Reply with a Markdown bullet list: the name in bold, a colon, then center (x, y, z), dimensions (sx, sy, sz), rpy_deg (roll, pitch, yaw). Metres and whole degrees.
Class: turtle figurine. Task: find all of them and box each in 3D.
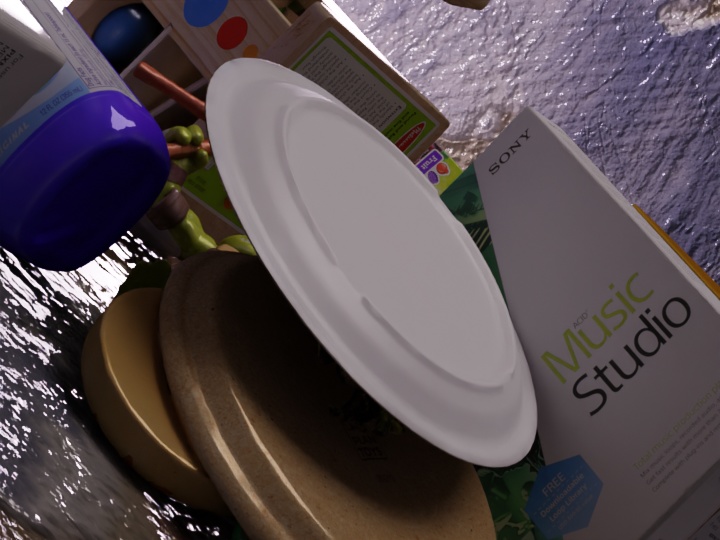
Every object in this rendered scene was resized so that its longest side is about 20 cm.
- **turtle figurine**: center (-0.071, 0.006, 1.138), dimensions (0.200, 0.064, 0.161), rpy_deg (61, 14, -9)

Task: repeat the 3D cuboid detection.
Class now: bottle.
- **bottle**: center (-0.159, -0.089, 1.074), dimensions (0.200, 0.084, 0.065), rpy_deg (52, 9, 35)

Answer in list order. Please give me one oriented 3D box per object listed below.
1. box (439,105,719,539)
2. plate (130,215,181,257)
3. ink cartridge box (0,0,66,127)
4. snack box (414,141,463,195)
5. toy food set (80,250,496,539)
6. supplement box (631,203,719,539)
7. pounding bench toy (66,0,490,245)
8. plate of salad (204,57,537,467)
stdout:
- **box**: center (0.084, 0.041, 1.087), dimensions (0.036, 0.144, 0.200), rpy_deg (32, 15, -51)
- **plate**: center (-0.153, -0.085, 1.332), dimensions (0.200, 0.032, 0.200), rpy_deg (44, 6, -20)
- **ink cartridge box**: center (-0.219, -0.125, 0.905), dimensions (0.145, 0.084, 0.200), rpy_deg (49, 8, 28)
- **snack box**: center (0.040, 0.014, 1.484), dimensions (0.142, 0.053, 0.200), rpy_deg (46, -24, 6)
- **toy food set**: center (-0.016, 0.079, 0.993), dimensions (0.198, 0.049, 0.200), rpy_deg (54, 22, 3)
- **supplement box**: center (0.131, 0.114, 1.175), dimensions (0.133, 0.200, 0.197), rpy_deg (51, 8, 36)
- **pounding bench toy**: center (-0.039, -0.128, 1.284), dimensions (0.124, 0.200, 0.156), rpy_deg (36, 12, -50)
- **plate of salad**: center (0.000, 0.000, 1.014), dimensions (0.200, 0.048, 0.200), rpy_deg (43, 24, -24)
